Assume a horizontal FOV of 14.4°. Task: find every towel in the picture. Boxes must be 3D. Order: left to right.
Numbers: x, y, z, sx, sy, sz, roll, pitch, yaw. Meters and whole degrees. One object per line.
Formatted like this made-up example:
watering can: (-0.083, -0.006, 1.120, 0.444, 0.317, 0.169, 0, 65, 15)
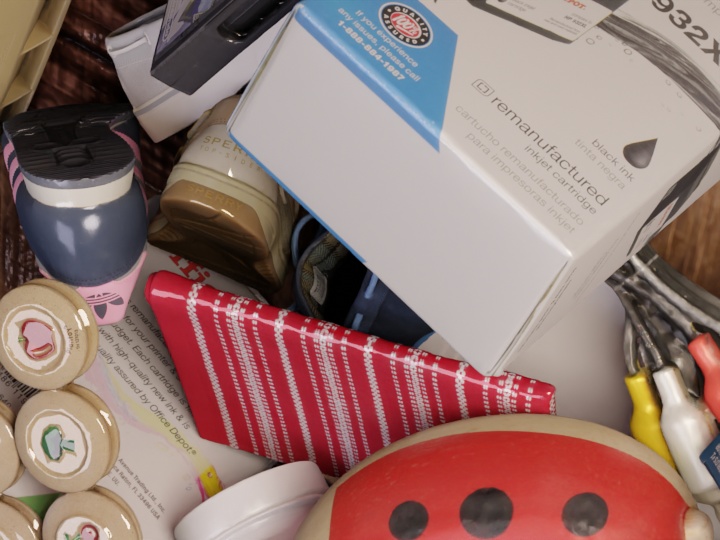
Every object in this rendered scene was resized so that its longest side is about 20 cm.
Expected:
towel: (0.001, 0.062, 1.321, 0.199, 0.023, 0.145, 15, 153, 17)

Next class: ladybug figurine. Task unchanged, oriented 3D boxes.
ladybug figurine: (0.054, 0.133, 1.230, 0.200, 0.072, 0.136, -18, 93, 17)

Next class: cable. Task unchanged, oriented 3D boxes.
cable: (0.123, 0.019, 1.222, 0.097, 0.050, 0.200, -28, 100, 46)

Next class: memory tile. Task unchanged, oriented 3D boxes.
memory tile: (-0.174, 0.106, 1.330, 0.153, 0.017, 0.201, -6, 104, 26)

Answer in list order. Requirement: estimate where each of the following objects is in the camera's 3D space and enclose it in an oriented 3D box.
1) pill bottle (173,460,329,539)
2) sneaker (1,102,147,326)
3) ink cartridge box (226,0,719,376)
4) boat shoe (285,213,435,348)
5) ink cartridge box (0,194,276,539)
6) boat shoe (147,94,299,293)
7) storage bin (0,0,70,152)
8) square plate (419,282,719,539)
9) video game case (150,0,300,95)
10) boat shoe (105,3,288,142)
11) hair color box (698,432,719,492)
pill bottle: (-0.013, 0.195, 1.338, 0.200, 0.112, 0.112, 63, 143, 16)
sneaker: (-0.137, -0.031, 1.375, 0.070, 0.200, 0.082, -6, 105, -2)
ink cartridge box: (0.070, -0.074, 1.130, 0.145, 0.200, 0.084, 42, 137, 10)
boat shoe: (0.000, 0.000, 1.324, 0.068, 0.084, 0.200, 11, 156, -19)
ink cartridge box: (-0.130, 0.078, 1.431, 0.145, 0.200, 0.084, 48, 143, 4)
boat shoe: (-0.059, -0.037, 1.355, 0.072, 0.065, 0.200, 21, 170, 1)
storage bin: (-0.248, -0.122, 1.397, 0.094, 0.198, 0.200, 56, 143, 22)
square plate: (0.117, 0.059, 1.320, 0.200, 0.028, 0.198, 39, 138, 14)
video game case: (-0.012, -0.190, 1.134, 0.025, 0.200, 0.181, 27, 146, -22)
boat shoe: (-0.056, -0.124, 1.319, 0.069, 0.072, 0.200, 55, 149, -4)
hair color box: (0.236, 0.131, 1.166, 0.200, 0.100, 0.061, 40, 97, -11)
